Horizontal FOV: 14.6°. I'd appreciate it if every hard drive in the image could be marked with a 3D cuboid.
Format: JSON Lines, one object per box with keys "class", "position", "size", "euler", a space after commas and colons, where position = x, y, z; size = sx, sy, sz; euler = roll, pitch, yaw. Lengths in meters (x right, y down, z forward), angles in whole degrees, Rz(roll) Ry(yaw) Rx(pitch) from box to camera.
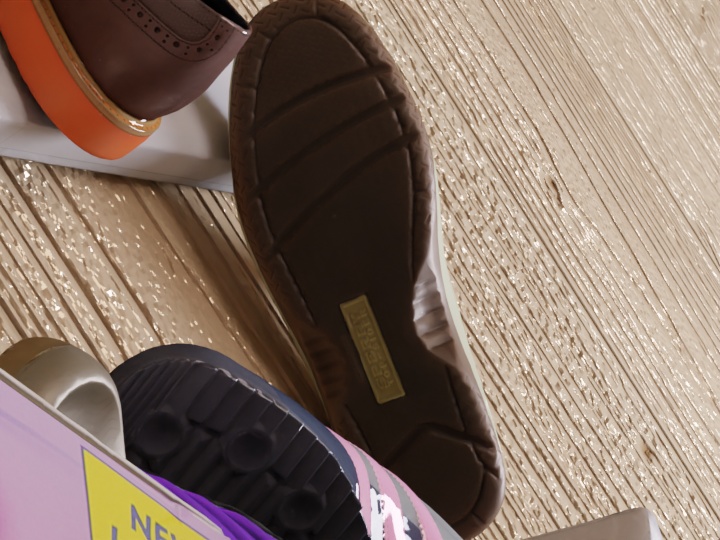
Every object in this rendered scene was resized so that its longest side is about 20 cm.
{"class": "hard drive", "position": [-0.103, -0.094, 0.965], "size": [0.200, 0.027, 0.132], "euler": [7, 55, -64]}

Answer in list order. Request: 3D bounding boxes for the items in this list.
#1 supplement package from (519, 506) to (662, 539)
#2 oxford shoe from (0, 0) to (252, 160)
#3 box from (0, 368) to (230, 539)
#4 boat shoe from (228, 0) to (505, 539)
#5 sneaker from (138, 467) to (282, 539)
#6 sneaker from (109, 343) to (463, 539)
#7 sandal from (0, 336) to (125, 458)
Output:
{"class": "supplement package", "position": [-0.014, 0.179, 0.496], "size": [0.192, 0.199, 0.147], "euler": [-93, 163, -51]}
{"class": "oxford shoe", "position": [-0.096, -0.138, 0.901], "size": [0.201, 0.072, 0.071], "euler": [62, 22, 11]}
{"class": "box", "position": [-0.143, 0.079, 0.391], "size": [0.176, 0.200, 0.097], "euler": [41, 26, -39]}
{"class": "boat shoe", "position": [0.000, 0.000, 1.007], "size": [0.076, 0.071, 0.201], "euler": [-55, 131, -85]}
{"class": "sneaker", "position": [-0.064, 0.086, 0.760], "size": [0.200, 0.070, 0.100], "euler": [38, 9, -26]}
{"class": "sneaker", "position": [-0.021, 0.080, 0.877], "size": [0.200, 0.070, 0.082], "euler": [47, 6, -34]}
{"class": "sandal", "position": [-0.053, 0.110, 0.665], "size": [0.080, 0.054, 0.201], "euler": [-48, 137, -55]}
